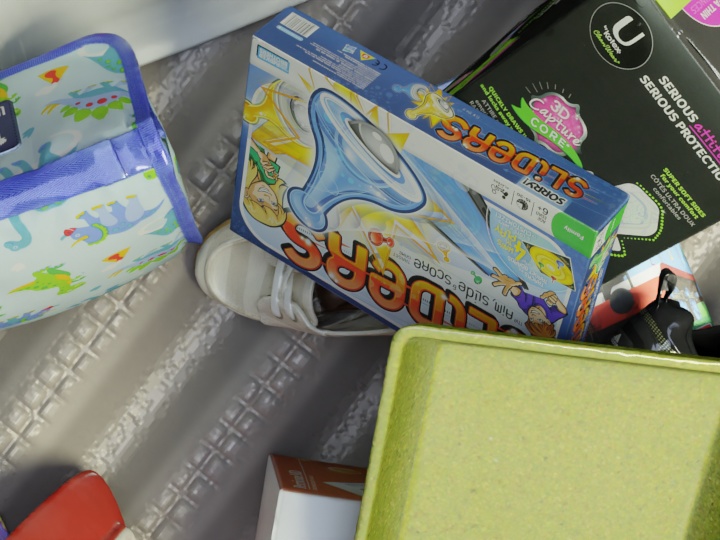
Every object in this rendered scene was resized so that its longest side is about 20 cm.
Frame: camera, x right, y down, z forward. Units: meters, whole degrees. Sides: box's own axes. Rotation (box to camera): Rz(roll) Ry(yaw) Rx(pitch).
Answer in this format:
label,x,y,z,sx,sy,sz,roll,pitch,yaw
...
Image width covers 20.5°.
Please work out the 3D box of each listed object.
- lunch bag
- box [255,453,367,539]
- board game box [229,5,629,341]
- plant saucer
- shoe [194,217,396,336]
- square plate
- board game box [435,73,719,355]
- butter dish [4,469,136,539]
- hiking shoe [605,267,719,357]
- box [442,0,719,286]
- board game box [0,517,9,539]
label,x,y,z,sx,sy,sz,roll,pitch,yaw
lunch bag,-0.175,-0.035,1.014,0.169,0.200,0.128,-22,96,-3
box,0.042,0.169,1.084,0.198,0.124,0.098,8,93,-6
board game box,0.028,-0.028,0.989,0.199,0.136,0.034,31,49,19
plant saucer,0.097,0.110,0.970,0.198,0.048,0.201,7,120,-6
shoe,0.000,0.000,1.079,0.198,0.053,0.071,2,102,15
square plate,-0.108,-0.157,1.018,0.197,0.200,0.029,-21,76,-4
board game box,0.097,-0.019,1.121,0.150,0.037,0.201,-24,95,-3
butter dish,-0.182,0.232,1.047,0.147,0.200,0.201,-17,98,14
hiking shoe,0.219,0.080,1.096,0.199,0.076,0.101,29,108,-24
box,0.140,-0.089,0.981,0.125,0.200,0.148,51,52,-6
board game box,-0.288,0.185,1.096,0.198,0.039,0.159,9,93,-6
